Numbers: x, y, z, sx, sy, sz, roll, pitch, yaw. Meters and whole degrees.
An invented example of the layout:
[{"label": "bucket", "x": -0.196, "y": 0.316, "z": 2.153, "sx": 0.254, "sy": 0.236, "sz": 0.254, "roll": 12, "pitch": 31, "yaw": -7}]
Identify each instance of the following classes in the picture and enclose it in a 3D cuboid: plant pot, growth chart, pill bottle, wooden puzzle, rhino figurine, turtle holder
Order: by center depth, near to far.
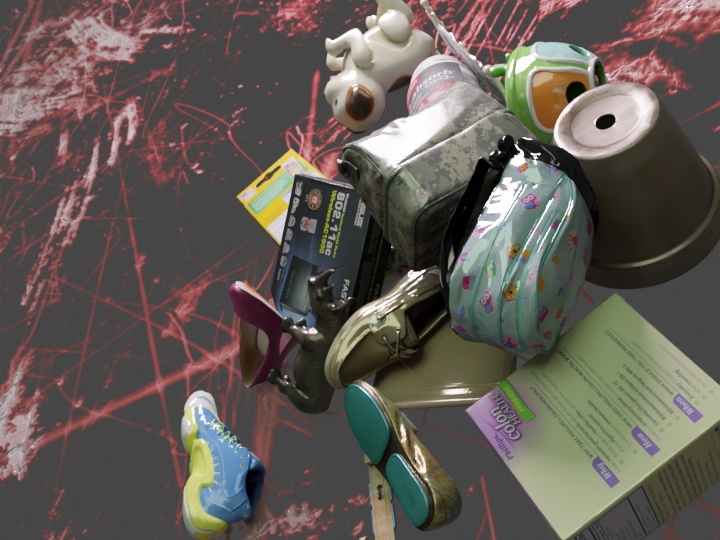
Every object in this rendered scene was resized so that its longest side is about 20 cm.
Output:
[{"label": "plant pot", "x": 0.298, "y": -0.110, "z": 0.938, "sx": 0.197, "sy": 0.174, "sz": 0.202, "roll": -20, "pitch": 43, "yaw": 20}, {"label": "wooden puzzle", "x": 0.109, "y": 0.088, "z": 1.000, "sx": 0.182, "sy": 0.037, "sz": 0.202, "roll": -9, "pitch": 44, "yaw": 29}, {"label": "rhino figurine", "x": -0.054, "y": 0.089, "z": 1.019, "sx": 0.087, "sy": 0.059, "sz": 0.203, "roll": 29, "pitch": 116, "yaw": 28}, {"label": "turtle holder", "x": 0.268, "y": -0.237, "z": 1.117, "sx": 0.130, "sy": 0.185, "sz": 0.144, "roll": -7, "pitch": 81, "yaw": 30}, {"label": "pill bottle", "x": 0.125, "y": -0.230, "z": 1.173, "sx": 0.115, "sy": 0.117, "sz": 0.201, "roll": -25, "pitch": 29, "yaw": 12}, {"label": "growth chart", "x": 0.165, "y": -0.304, "z": 1.207, "sx": 0.018, "sy": 0.144, "sz": 0.201, "roll": -40, "pitch": 55, "yaw": 10}]

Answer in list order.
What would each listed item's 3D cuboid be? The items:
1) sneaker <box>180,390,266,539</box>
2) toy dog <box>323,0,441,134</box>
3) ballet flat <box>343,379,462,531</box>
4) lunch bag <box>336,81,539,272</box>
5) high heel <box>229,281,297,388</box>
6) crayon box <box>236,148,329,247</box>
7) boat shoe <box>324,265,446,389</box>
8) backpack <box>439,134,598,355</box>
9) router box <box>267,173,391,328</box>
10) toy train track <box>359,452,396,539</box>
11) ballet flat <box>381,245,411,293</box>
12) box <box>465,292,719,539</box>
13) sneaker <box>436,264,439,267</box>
[{"label": "sneaker", "x": -0.168, "y": 0.236, "z": 1.037, "sx": 0.103, "sy": 0.076, "sz": 0.202, "roll": -15, "pitch": 52, "yaw": 6}, {"label": "toy dog", "x": 0.022, "y": -0.322, "z": 1.358, "sx": 0.201, "sy": 0.193, "sz": 0.139, "roll": -53, "pitch": 8, "yaw": -12}, {"label": "ballet flat", "x": 0.047, "y": 0.201, "z": 0.911, "sx": 0.070, "sy": 0.071, "sz": 0.201, "roll": -37, "pitch": 47, "yaw": 0}, {"label": "lunch bag", "x": 0.092, "y": -0.123, "z": 0.966, "sx": 0.198, "sy": 0.140, "sz": 0.168, "roll": -30, "pitch": 62, "yaw": -16}, {"label": "high heel", "x": -0.144, "y": 0.087, "z": 1.052, "sx": 0.067, "sy": 0.200, "sz": 0.096, "roll": 38, "pitch": 79, "yaw": 21}, {"label": "crayon box", "x": -0.101, "y": -0.101, "z": 1.296, "sx": 0.125, "sy": 0.052, "sz": 0.200, "roll": -41, "pitch": 42, "yaw": -4}, {"label": "boat shoe", "x": 0.041, "y": 0.071, "z": 0.982, "sx": 0.199, "sy": 0.073, "sz": 0.065, "roll": -41, "pitch": 36, "yaw": -16}, {"label": "backpack", "x": 0.166, "y": -0.014, "z": 0.839, "sx": 0.125, "sy": 0.168, "sz": 0.201, "roll": 10, "pitch": 57, "yaw": 40}, {"label": "router box", "x": -0.038, "y": -0.016, "z": 1.091, "sx": 0.148, "sy": 0.062, "sz": 0.204, "roll": 17, "pitch": 98, "yaw": 39}, {"label": "toy train track", "x": 0.021, "y": 0.275, "z": 0.889, "sx": 0.113, "sy": 0.033, "sz": 0.202, "roll": -23, "pitch": 43, "yaw": 16}, {"label": "ballet flat", "x": 0.000, "y": 0.000, "z": 1.135, "sx": 0.198, "sy": 0.069, "sz": 0.072, "roll": 0, "pitch": 71, "yaw": 39}, {"label": "box", "x": 0.237, "y": 0.156, "z": 0.799, "sx": 0.199, "sy": 0.097, "sz": 0.176, "roll": -37, "pitch": 41, "yaw": -1}, {"label": "sneaker", "x": 0.156, "y": -0.046, "z": 1.062, "sx": 0.197, "sy": 0.093, "sz": 0.078, "roll": -14, "pitch": 8, "yaw": -4}]
